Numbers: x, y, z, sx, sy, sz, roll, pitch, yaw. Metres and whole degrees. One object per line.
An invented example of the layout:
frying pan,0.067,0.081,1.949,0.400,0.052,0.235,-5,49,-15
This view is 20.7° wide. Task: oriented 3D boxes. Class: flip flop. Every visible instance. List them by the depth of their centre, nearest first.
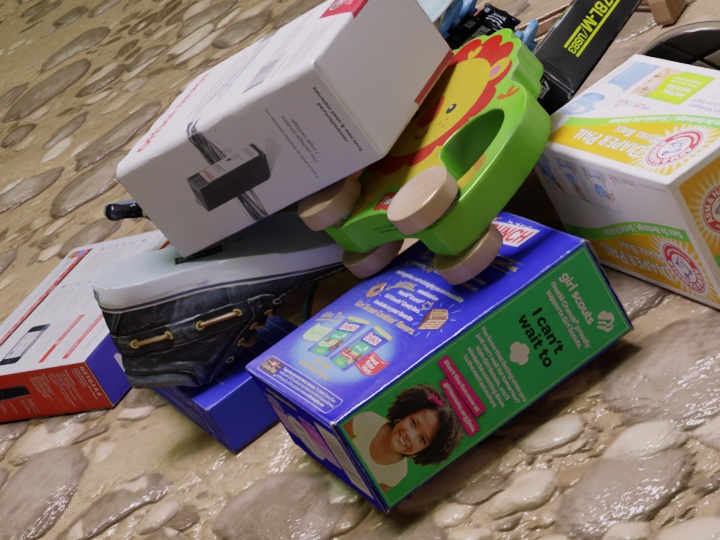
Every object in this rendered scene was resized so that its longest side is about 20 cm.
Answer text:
flip flop,0.229,-0.138,1.413,0.058,0.081,0.200,-53,9,-25

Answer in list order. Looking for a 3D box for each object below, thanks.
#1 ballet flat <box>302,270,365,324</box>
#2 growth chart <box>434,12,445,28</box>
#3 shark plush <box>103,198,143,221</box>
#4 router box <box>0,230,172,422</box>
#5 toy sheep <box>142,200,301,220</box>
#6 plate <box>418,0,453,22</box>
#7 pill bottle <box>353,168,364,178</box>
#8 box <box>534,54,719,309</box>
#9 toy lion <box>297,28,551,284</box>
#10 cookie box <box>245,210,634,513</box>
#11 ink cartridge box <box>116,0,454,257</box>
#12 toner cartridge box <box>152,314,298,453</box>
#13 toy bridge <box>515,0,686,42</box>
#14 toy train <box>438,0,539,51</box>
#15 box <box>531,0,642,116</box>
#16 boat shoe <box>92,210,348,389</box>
ballet flat,0.000,0.000,1.496,0.063,0.069,0.200,3,30,6
growth chart,0.002,-0.188,1.625,0.200,0.018,0.145,-24,24,36
shark plush,-0.126,-0.058,1.698,0.200,0.091,0.083,-30,3,-37
router box,-0.229,0.045,1.683,0.179,0.049,0.200,-10,30,41
toy sheep,-0.095,-0.052,1.563,0.138,0.138,0.200,-38,11,-17
plate,-0.004,-0.194,1.589,0.200,0.026,0.200,-33,20,14
pill bottle,-0.010,-0.124,1.689,0.106,0.106,0.200,-20,25,25
box,0.210,-0.061,1.291,0.112,0.102,0.200,-36,23,-13
toy lion,0.060,-0.085,1.313,0.192,0.069,0.200,-52,23,-17
cookie box,0.048,0.050,1.276,0.200,0.075,0.171,-36,21,-12
ink cartridge box,-0.053,-0.108,1.365,0.200,0.084,0.144,-24,21,37
toner cartridge box,-0.103,0.068,1.486,0.095,0.043,0.200,-35,23,-13
toy bridge,0.197,-0.221,1.738,0.200,0.027,0.067,-12,27,39
toy train,0.085,-0.163,1.646,0.114,0.087,0.200,-63,-5,23
box,0.136,-0.135,1.491,0.193,0.047,0.200,-49,-3,-43
boat shoe,-0.085,0.021,1.409,0.200,0.091,0.071,-13,25,4
